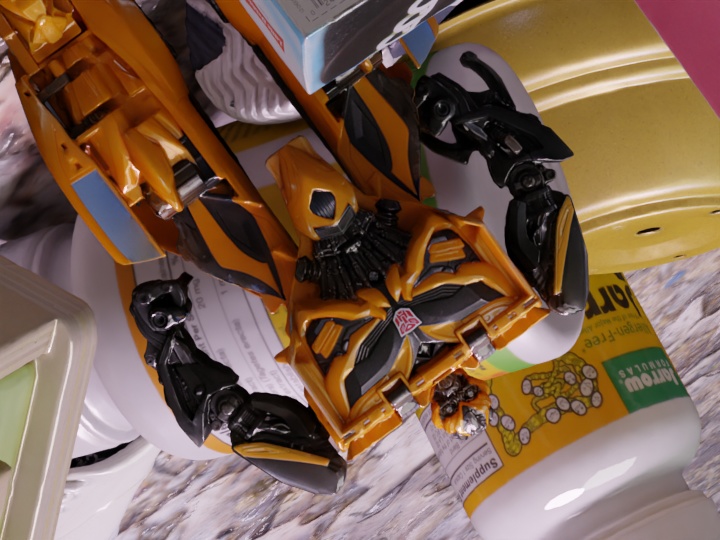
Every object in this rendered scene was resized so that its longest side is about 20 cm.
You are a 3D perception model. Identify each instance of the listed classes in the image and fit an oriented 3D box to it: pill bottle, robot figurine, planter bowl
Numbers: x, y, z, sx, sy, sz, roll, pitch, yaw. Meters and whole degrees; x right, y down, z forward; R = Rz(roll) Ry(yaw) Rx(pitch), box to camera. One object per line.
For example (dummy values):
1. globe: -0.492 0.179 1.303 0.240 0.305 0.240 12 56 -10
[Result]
1. pill bottle: 0.081 0.053 1.086 0.112 0.201 0.113 -25 164 -7
2. robot figurine: -0.022 -0.032 0.729 0.145 0.201 0.058 -37 -179 -1
3. pill bottle: -0.031 0.002 0.860 0.199 0.112 0.111 -17 168 21
4. planter bowl: 0.107 -0.050 0.973 0.199 0.084 0.201 -9 166 -2

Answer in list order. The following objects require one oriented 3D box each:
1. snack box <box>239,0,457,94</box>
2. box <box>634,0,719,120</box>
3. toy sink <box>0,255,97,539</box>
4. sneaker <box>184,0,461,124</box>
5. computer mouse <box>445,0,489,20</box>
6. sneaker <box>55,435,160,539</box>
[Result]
1. snack box: 0.035 -0.150 0.683 0.199 0.116 0.037 -33 161 -11
2. box: 0.202 -0.071 0.810 0.127 0.201 0.109 -22 159 -31
3. toy sink: -0.155 0.057 0.718 0.200 0.112 0.131 -32 144 -57
4. sneaker: 0.039 -0.121 0.813 0.129 0.080 0.199 -6 142 -53
5. computer mouse: 0.072 -0.089 1.017 0.058 0.034 0.200 -36 162 -4
6. sneaker: -0.120 0.071 0.988 0.201 0.073 0.071 -56 171 20
